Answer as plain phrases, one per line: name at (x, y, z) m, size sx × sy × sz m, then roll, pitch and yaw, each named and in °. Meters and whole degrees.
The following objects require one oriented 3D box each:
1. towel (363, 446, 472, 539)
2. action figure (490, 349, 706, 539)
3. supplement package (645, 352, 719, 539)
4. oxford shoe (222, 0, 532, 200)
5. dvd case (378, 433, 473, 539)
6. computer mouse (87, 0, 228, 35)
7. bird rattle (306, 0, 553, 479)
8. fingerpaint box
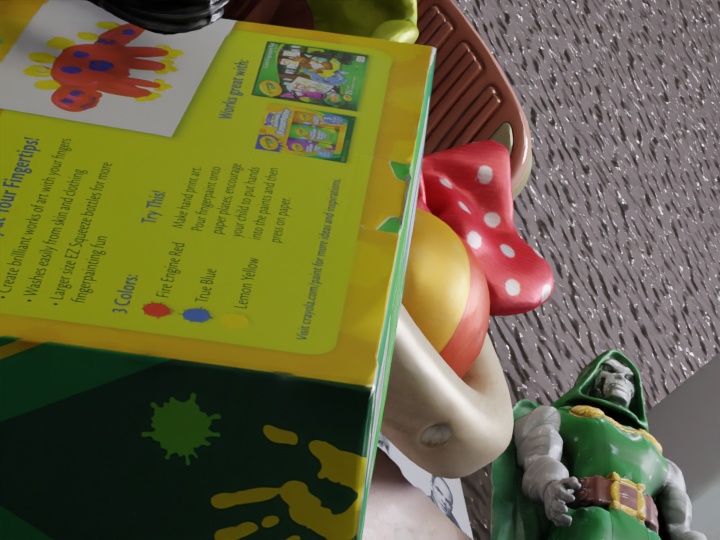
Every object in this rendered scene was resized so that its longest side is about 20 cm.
towel at (-0.039, 0.085, 0.869) m, size 0.200 × 0.032 × 0.191 m, roll 47°, pitch 30°, yaw -20°
action figure at (0.079, 0.097, 0.953) m, size 0.118 × 0.055 × 0.200 m, roll 26°, pitch 34°, yaw -19°
supplement package at (0.205, 0.125, 1.165) m, size 0.200 × 0.152 × 0.151 m, roll 53°, pitch -9°, yaw -8°
oxford shoe at (0.009, -0.077, 1.138) m, size 0.200 × 0.071 × 0.074 m, roll 46°, pitch 3°, yaw 41°
dvd case at (-0.016, 0.049, 1.030) m, size 0.150 × 0.025 × 0.201 m, roll 39°, pitch 27°, yaw -39°
computer mouse at (-0.078, -0.096, 0.878) m, size 0.058 × 0.034 × 0.200 m, roll -1°, pitch 21°, yaw -16°
bird rattle at (0.000, 0.000, 0.965) m, size 0.200 × 0.112 × 0.163 m, roll 58°, pitch 11°, yaw -47°
fingerpaint box at (-0.072, 0.001, 0.776) m, size 0.200 × 0.166 × 0.074 m, roll -80°, pitch 177°, yaw -62°
